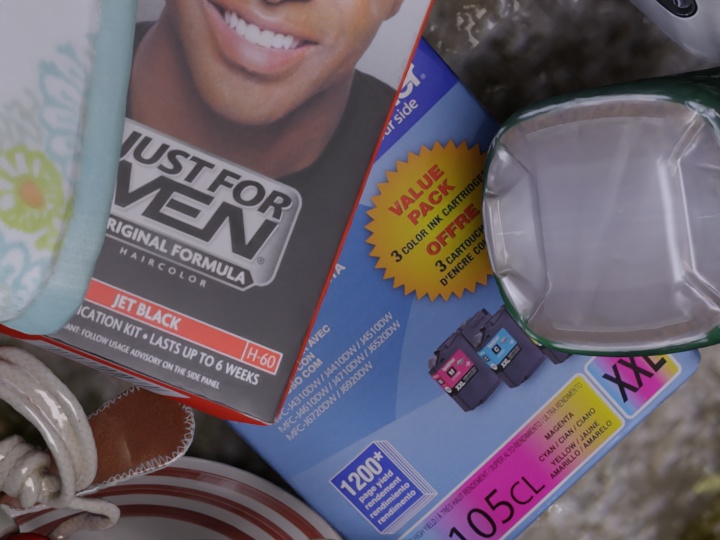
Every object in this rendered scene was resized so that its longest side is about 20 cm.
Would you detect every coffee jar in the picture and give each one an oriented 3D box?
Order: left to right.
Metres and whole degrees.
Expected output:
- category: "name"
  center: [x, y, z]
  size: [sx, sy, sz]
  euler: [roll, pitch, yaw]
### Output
- category: "coffee jar"
  center: [0.136, -0.028, 0.908]
  size: [0.200, 0.104, 0.085]
  euler: [-14, 97, -49]

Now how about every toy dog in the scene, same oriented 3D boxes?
- category: "toy dog"
  center: [-0.060, 0.092, 0.898]
  size: [0.200, 0.096, 0.132]
  euler: [41, 131, -3]

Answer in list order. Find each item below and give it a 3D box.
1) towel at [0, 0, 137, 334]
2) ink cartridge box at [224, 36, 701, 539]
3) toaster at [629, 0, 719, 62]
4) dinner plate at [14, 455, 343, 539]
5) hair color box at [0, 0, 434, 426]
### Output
- category: "towel"
  center: [-0.136, -0.098, 0.726]
  size: [0.171, 0.048, 0.200]
  euler: [21, 61, -34]
- category: "ink cartridge box"
  center: [0.000, 0.000, 0.934]
  size: [0.136, 0.076, 0.200]
  euler: [-44, 113, 0]
- category: "toaster"
  center: [0.131, -0.186, 0.857]
  size: [0.200, 0.119, 0.181]
  euler: [-33, 142, -2]
- category: "dinner plate"
  center: [-0.087, 0.156, 0.986]
  size: [0.200, 0.024, 0.200]
  euler: [-5, 110, -15]
- category: "hair color box"
  center: [-0.043, -0.064, 0.829]
  size: [0.101, 0.061, 0.200]
  euler: [22, 83, -18]
